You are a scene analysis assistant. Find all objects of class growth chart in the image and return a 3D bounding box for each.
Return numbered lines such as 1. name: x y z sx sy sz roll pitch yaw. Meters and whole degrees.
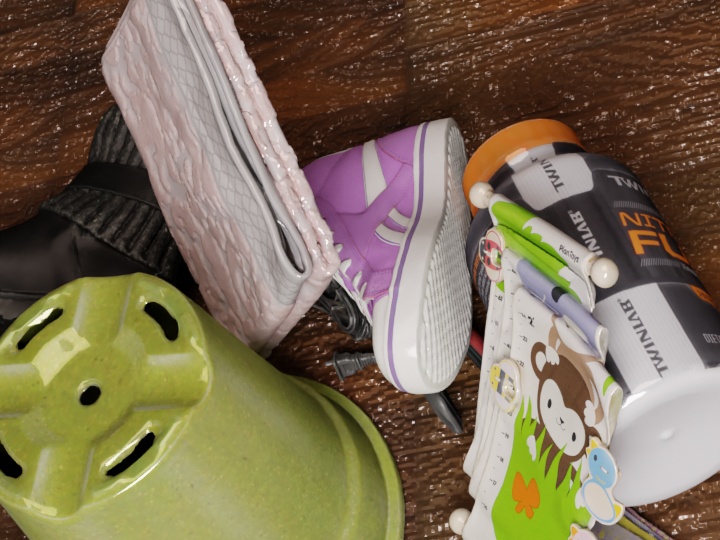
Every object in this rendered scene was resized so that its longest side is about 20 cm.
1. growth chart: 0.085 0.070 0.863 0.018 0.202 0.145 -3 16 -26

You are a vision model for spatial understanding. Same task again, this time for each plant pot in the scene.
1. plant pot: -0.099 0.101 0.920 0.198 0.185 0.202 -12 54 17

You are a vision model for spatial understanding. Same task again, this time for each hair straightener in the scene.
1. hair straightener: 0.005 0.023 1.015 0.077 0.041 0.200 -37 51 -2

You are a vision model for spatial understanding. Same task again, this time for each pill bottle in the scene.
1. pill bottle: 0.119 0.013 0.928 0.106 0.106 0.201 -28 52 5

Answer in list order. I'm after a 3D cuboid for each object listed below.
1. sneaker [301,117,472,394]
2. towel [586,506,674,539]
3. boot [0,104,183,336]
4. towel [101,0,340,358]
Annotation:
1. sneaker: 0.000 0.000 0.967 0.113 0.073 0.201 -11 34 13
2. towel: 0.144 0.208 0.842 0.199 0.023 0.144 33 76 37
3. boot: -0.187 -0.031 1.112 0.209 0.080 0.159 9 69 17
4. towel: -0.082 -0.059 0.969 0.032 0.191 0.202 -21 81 -19
